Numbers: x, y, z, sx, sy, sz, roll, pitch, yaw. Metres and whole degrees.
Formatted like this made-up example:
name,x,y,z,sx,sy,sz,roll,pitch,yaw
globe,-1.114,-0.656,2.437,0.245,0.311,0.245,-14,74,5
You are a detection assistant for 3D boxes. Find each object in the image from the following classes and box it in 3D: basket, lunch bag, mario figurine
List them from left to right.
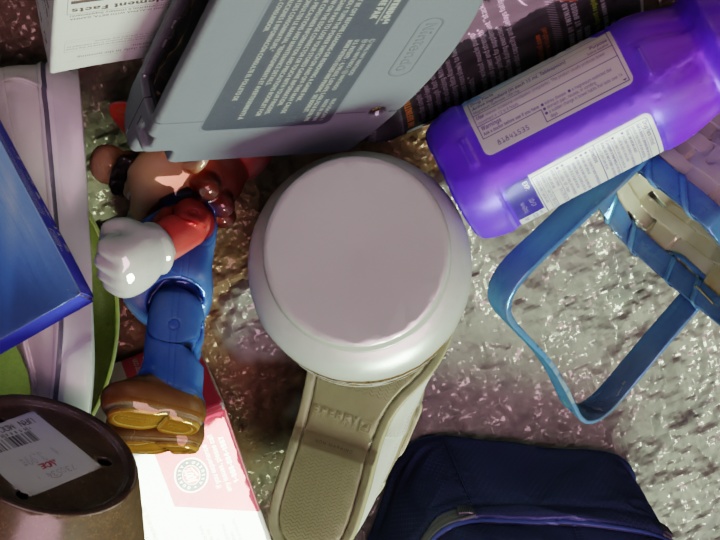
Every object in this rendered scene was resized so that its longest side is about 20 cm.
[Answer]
name,x,y,z,sx,sy,sz,roll,pitch,yaw
mario figurine,-0.112,-0.012,1.051,0.105,0.202,0.123,21,153,-35
lunch bag,0.096,0.192,1.250,0.198,0.133,0.137,6,117,-22
basket,0.163,-0.021,1.131,0.200,0.139,0.176,-44,147,-1

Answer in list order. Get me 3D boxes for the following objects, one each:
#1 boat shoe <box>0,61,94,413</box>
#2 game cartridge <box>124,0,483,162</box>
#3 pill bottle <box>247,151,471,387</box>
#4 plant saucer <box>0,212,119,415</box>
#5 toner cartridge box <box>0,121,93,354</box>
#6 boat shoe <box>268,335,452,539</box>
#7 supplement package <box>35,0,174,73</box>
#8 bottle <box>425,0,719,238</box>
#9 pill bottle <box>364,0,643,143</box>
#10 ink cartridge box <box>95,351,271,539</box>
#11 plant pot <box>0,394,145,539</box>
name,x,y,z,sx,sy,sz,roll,pitch,yaw
boat shoe,-0.169,-0.004,1.043,0.065,0.072,0.202,-3,97,-9
game cartridge,-0.019,-0.110,0.913,0.132,0.042,0.200,-9,158,-26
pill bottle,0.000,0.000,1.053,0.113,0.200,0.116,0,85,1
plant saucer,-0.222,0.026,1.071,0.198,0.031,0.202,-2,94,-27
toner cartridge box,-0.217,-0.052,0.992,0.094,0.043,0.201,-29,86,-1
boat shoe,0.001,0.068,1.184,0.074,0.068,0.201,26,89,4
supplement package,-0.058,-0.195,0.947,0.198,0.157,0.111,-9,162,-14
bottle,0.132,-0.087,1.031,0.199,0.066,0.084,-28,166,6
pill bottle,0.036,-0.132,1.060,0.198,0.106,0.107,-23,123,-5
ink cartridge box,-0.158,0.146,1.165,0.198,0.084,0.146,-21,123,-7
plant pot,-0.178,0.168,1.003,0.185,0.187,0.201,7,119,-22
